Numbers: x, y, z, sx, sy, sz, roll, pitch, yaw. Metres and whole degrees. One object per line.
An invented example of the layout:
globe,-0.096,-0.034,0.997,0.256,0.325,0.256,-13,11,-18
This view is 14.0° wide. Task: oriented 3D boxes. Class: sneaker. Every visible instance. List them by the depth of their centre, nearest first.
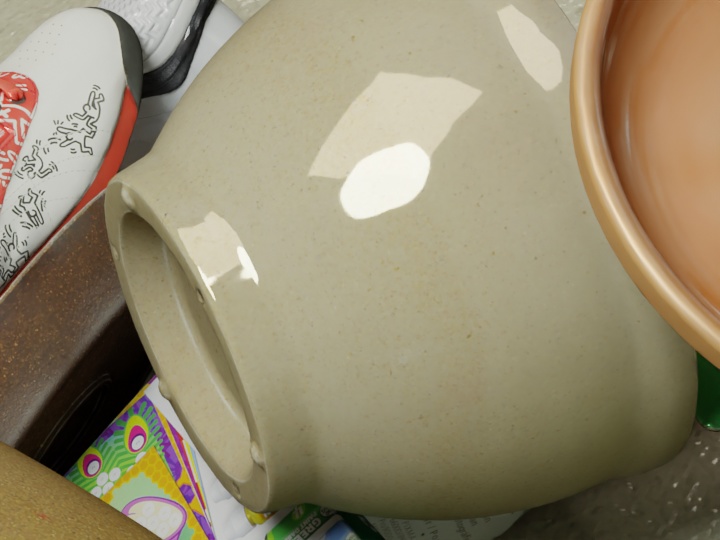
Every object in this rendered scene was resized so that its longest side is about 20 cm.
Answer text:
sneaker,-0.159,-0.034,1.068,0.067,0.108,0.202,10,66,45
sneaker,-0.089,-0.050,1.221,0.200,0.115,0.075,-31,27,51

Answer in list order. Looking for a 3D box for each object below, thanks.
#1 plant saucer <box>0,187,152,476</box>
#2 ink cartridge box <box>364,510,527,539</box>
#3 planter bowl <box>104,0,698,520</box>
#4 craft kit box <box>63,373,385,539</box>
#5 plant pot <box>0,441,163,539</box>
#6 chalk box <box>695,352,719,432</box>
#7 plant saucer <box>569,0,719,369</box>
plant saucer,-0.120,0.052,1.077,0.034,0.200,0.200,36,67,7
ink cartridge box,0.043,0.024,1.109,0.200,0.047,0.160,-25,43,-4
planter bowl,0.000,0.000,0.955,0.135,0.200,0.200,-25,42,-16
craft kit box,-0.069,0.154,1.002,0.198,0.049,0.200,-50,44,3
plant pot,-0.120,0.135,0.896,0.200,0.186,0.187,16,55,11
chalk box,0.196,0.000,0.969,0.200,0.124,0.125,-22,55,-1
plant saucer,0.156,-0.036,0.870,0.200,0.037,0.200,5,64,-10
